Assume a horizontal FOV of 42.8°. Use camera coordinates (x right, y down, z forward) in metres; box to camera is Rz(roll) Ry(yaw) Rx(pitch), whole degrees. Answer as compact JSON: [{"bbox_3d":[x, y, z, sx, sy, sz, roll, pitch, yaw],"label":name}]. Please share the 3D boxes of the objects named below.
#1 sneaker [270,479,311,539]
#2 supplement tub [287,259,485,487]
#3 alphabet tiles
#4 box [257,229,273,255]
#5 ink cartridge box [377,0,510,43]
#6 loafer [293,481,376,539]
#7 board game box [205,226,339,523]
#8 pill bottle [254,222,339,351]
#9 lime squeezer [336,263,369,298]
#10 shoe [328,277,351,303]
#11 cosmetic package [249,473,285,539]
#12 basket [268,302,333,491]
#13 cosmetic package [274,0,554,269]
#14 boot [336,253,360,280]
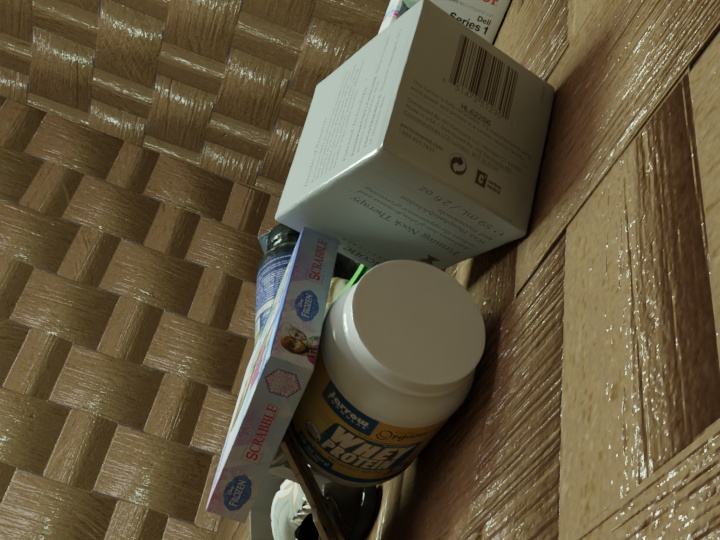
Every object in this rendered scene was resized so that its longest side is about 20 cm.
[{"bbox_3d":[-0.068,0.302,1.245,0.092,0.075,0.202,-140,68,-77],"label":"sneaker"},{"bbox_3d":[0.019,0.097,0.843,0.200,0.144,0.145,118,168,-51],"label":"supplement tub"},{"bbox_3d":[-0.034,0.238,0.876,0.201,0.008,0.167,65,176,-7],"label":"alphabet tiles"},{"bbox_3d":[-0.049,-0.049,1.426,0.044,0.159,0.200,66,-168,14],"label":"box"},{"bbox_3d":[0.101,-0.319,1.260,0.084,0.144,0.201,-91,22,-67],"label":"ink cartridge box"},{"bbox_3d":[-0.044,0.310,1.049,0.073,0.071,0.201,-88,19,-66],"label":"loafer"},{"bbox_3d":[-0.080,0.093,0.858,0.201,0.041,0.200,-81,13,-57],"label":"board game box"},{"bbox_3d":[-0.082,0.035,1.200,0.112,0.111,0.201,118,156,-47],"label":"pill bottle"},{"bbox_3d":[0.045,-0.034,1.015,0.199,0.038,0.071,-29,33,27],"label":"lime squeezer"},{"bbox_3d":[0.007,0.077,1.138,0.200,0.053,0.070,62,-144,-55],"label":"shoe"},{"bbox_3d":[-0.123,0.300,1.380,0.107,0.089,0.201,-86,-4,-60],"label":"cosmetic package"},{"bbox_3d":[-0.026,0.152,1.073,0.124,0.135,0.201,-76,10,-48],"label":"basket"},{"bbox_3d":[0.050,-0.111,0.879,0.200,0.167,0.168,-25,44,56],"label":"cosmetic package"},{"bbox_3d":[0.000,0.000,1.234,0.067,0.131,0.200,-27,-10,-21],"label":"boot"}]
